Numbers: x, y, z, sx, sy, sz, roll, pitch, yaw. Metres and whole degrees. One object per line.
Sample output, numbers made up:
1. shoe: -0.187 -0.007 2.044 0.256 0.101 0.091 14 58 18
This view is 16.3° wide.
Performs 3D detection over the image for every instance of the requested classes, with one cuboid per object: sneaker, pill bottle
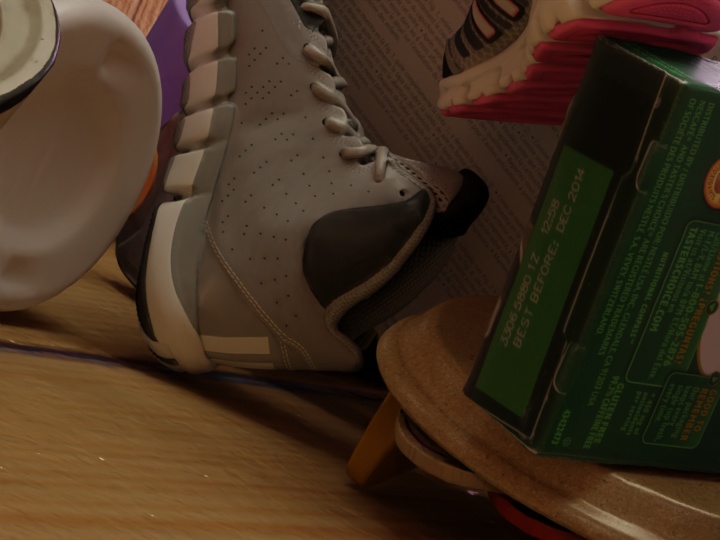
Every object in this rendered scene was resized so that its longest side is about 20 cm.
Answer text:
1. sneaker: 0.070 -0.099 0.813 0.073 0.088 0.200 2 -9 -8
2. sneaker: -0.006 -0.055 0.903 0.115 0.201 0.075 7 -10 15
3. pill bottle: -0.178 -0.073 0.890 0.200 0.114 0.114 26 6 30

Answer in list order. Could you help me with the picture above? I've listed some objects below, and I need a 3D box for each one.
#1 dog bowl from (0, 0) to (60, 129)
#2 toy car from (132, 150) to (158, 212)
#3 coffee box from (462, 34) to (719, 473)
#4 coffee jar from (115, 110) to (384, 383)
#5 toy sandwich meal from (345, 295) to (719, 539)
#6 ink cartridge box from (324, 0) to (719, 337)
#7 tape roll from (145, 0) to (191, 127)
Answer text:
1. dog bowl: -0.193 -0.070 0.728 0.200 0.074 0.200 21 26 -11
2. toy car: -0.155 -0.103 1.060 0.200 0.177 0.184 33 17 13
3. coffee box: 0.134 0.004 0.789 0.200 0.123 0.044 7 19 -39
4. coffee jar: 0.000 0.000 1.086 0.200 0.086 0.104 20 7 -40
5. toy sandwich meal: 0.088 0.076 0.839 0.205 0.070 0.205 21 17 -7
6. ink cartridge box: 0.059 -0.065 0.934 0.161 0.200 0.050 53 25 13
7. tape roll: -0.028 -0.055 1.257 0.200 0.085 0.200 31 18 -11
